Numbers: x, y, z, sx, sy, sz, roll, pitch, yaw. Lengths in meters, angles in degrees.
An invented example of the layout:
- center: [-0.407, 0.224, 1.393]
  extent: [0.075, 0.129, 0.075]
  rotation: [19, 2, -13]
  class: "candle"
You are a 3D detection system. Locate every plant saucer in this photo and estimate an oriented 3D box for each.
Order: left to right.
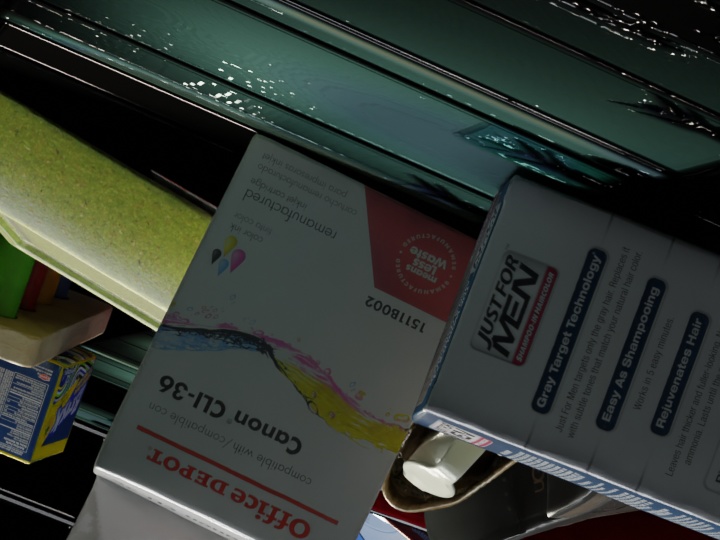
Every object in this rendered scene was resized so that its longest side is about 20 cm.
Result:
- center: [-0.116, -0.012, 1.246]
  extent: [0.200, 0.048, 0.200]
  rotation: [30, 173, 8]
  class: "plant saucer"

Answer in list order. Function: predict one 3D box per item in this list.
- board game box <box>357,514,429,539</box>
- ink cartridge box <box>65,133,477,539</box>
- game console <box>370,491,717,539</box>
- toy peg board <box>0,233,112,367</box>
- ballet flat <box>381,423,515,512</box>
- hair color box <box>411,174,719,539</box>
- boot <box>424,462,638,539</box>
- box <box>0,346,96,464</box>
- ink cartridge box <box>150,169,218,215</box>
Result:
- center: [0.019, 0.162, 1.433]
  extent: [0.200, 0.019, 0.103]
  rotation: [39, 151, 14]
  class: "board game box"
- center: [-0.039, 0.058, 1.085]
  extent: [0.116, 0.200, 0.067]
  rotation: [25, 171, -2]
  class: "ink cartridge box"
- center: [0.108, 0.112, 1.356]
  extent: [0.200, 0.119, 0.172]
  rotation: [19, 170, 17]
  class: "game console"
- center: [-0.244, -0.033, 1.458]
  extent: [0.200, 0.098, 0.199]
  rotation: [21, -173, 5]
  class: "toy peg board"
- center: [0.059, 0.058, 1.084]
  extent: [0.068, 0.072, 0.200]
  rotation: [40, 146, -5]
  class: "ballet flat"
- center: [0.131, 0.047, 0.980]
  extent: [0.200, 0.100, 0.061]
  rotation: [22, 172, -2]
  class: "hair color box"
- center: [0.142, 0.103, 1.230]
  extent: [0.174, 0.069, 0.200]
  rotation: [5, 167, -30]
  class: "boot"
- center: [-0.262, 0.045, 1.465]
  extent: [0.200, 0.064, 0.070]
  rotation: [21, -174, 9]
  class: "box"
- center: [0.000, 0.000, 1.221]
  extent: [0.200, 0.057, 0.163]
  rotation: [35, 172, 5]
  class: "ink cartridge box"
